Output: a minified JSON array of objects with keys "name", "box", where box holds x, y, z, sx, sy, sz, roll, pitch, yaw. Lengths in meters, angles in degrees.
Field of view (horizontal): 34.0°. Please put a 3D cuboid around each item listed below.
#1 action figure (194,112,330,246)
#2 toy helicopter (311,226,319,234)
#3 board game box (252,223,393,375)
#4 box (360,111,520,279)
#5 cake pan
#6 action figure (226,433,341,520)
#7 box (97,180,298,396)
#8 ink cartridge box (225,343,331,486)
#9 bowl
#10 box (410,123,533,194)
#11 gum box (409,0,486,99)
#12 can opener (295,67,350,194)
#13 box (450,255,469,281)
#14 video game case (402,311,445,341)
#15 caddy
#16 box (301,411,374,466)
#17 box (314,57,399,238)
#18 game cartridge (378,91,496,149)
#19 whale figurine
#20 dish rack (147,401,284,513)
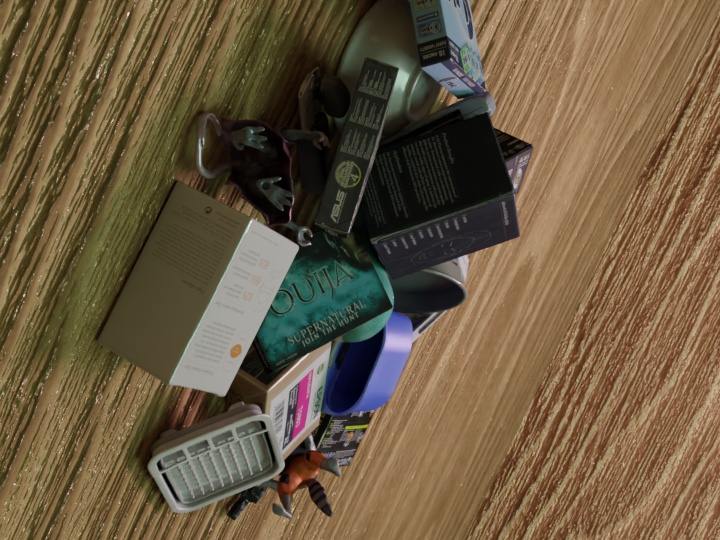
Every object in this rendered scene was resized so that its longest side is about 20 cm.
[{"name":"action figure","box":[-0.115,-0.104,1.358,0.200,0.147,0.136,-126,-134,-86]},{"name":"toy helicopter","box":[-0.083,0.027,1.623,0.133,0.078,0.202,76,32,-51]},{"name":"board game box","box":[-0.066,0.030,1.520,0.199,0.137,0.028,-27,-179,-30]},{"name":"box","box":[0.104,-0.095,1.585,0.194,0.126,0.200,-17,164,5]},{"name":"cake pan","box":[0.068,0.016,1.824,0.201,0.197,0.037,63,30,-65]},{"name":"action figure","box":[-0.111,0.333,1.828,0.201,0.104,0.193,-51,-166,-1]},{"name":"box","box":[-0.180,0.025,1.335,0.202,0.105,0.152,-63,160,-2]},{"name":"ink cartridge box","box":[-0.122,0.186,1.713,0.165,0.074,0.202,-41,149,-43]},{"name":"bowl","box":[0.052,-0.259,1.572,0.201,0.090,0.202,-49,155,-32]},{"name":"box","box":[0.149,-0.164,1.812,0.200,0.162,0.087,-32,143,-55]},{"name":"gum box","box":[0.103,-0.339,1.508,0.170,0.044,0.203,14,64,-69]},{"name":"can opener","box":[-0.046,-0.169,1.473,0.201,0.066,0.054,86,28,-54]},{"name":"box","box":[0.077,-0.046,1.792,0.200,0.154,0.042,61,40,-67]},{"name":"video game case","box":[0.060,0.080,1.938,0.200,0.142,0.018,-37,117,-49]},{"name":"caddy","box":[-0.011,0.123,1.796,0.104,0.141,0.202,8,108,-49]},{"name":"box","box":[-0.030,0.250,2.048,0.195,0.047,0.200,-67,158,4]},{"name":"box","box":[-0.005,-0.142,1.420,0.161,0.048,0.203,-160,-93,-87]},{"name":"game cartridge","box":[0.091,-0.193,1.633,0.198,0.041,0.133,-24,-176,14]},{"name":"whale figurine","box":[0.000,0.000,1.649,0.159,0.102,0.203,68,28,-76]},{"name":"dish rack","box":[-0.194,0.246,1.576,0.170,0.044,0.201,-22,147,-9]}]
